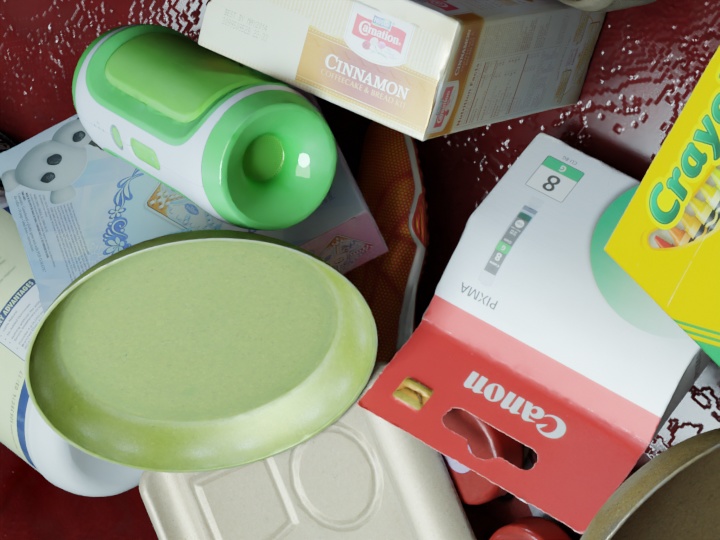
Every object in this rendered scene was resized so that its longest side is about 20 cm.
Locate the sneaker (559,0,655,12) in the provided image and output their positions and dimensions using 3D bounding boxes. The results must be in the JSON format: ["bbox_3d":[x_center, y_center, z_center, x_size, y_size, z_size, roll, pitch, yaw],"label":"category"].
[{"bbox_3d":[0.108,-0.213,1.593,0.200,0.076,0.070,53,128,36],"label":"sneaker"}]

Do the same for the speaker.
[{"bbox_3d":[-0.093,-0.085,1.562,0.200,0.088,0.088,31,116,55],"label":"speaker"}]

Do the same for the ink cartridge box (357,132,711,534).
[{"bbox_3d":[0.116,0.031,1.563,0.161,0.200,0.050,29,151,22],"label":"ink cartridge box"}]

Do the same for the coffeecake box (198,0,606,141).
[{"bbox_3d":[0.028,-0.144,1.566,0.153,0.200,0.073,25,110,24],"label":"coffeecake box"}]

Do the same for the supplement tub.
[{"bbox_3d":[-0.203,0.039,1.747,0.200,0.145,0.145,33,114,37],"label":"supplement tub"}]

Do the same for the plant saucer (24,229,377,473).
[{"bbox_3d":[-0.091,0.041,1.545,0.200,0.200,0.031,-41,40,28],"label":"plant saucer"}]

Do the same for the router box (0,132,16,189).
[{"bbox_3d":[-0.327,-0.021,1.785,0.062,0.200,0.150,33,114,37],"label":"router box"}]

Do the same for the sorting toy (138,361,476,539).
[{"bbox_3d":[-0.021,0.169,1.633,0.200,0.036,0.185,-25,85,30],"label":"sorting toy"}]

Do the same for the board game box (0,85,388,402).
[{"bbox_3d":[-0.106,-0.041,1.645,0.199,0.043,0.200,-28,45,3],"label":"board game box"}]

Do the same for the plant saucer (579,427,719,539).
[{"bbox_3d":[0.185,0.156,1.544,0.035,0.200,0.200,47,119,38],"label":"plant saucer"}]

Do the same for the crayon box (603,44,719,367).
[{"bbox_3d":[0.242,-0.036,1.451,0.173,0.058,0.200,47,125,31],"label":"crayon box"}]

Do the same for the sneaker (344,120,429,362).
[{"bbox_3d":[0.000,0.000,1.655,0.077,0.073,0.200,7,81,-6],"label":"sneaker"}]

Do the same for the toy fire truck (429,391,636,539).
[{"bbox_3d":[0.084,0.144,1.649,0.168,0.112,0.200,-33,81,48],"label":"toy fire truck"}]
